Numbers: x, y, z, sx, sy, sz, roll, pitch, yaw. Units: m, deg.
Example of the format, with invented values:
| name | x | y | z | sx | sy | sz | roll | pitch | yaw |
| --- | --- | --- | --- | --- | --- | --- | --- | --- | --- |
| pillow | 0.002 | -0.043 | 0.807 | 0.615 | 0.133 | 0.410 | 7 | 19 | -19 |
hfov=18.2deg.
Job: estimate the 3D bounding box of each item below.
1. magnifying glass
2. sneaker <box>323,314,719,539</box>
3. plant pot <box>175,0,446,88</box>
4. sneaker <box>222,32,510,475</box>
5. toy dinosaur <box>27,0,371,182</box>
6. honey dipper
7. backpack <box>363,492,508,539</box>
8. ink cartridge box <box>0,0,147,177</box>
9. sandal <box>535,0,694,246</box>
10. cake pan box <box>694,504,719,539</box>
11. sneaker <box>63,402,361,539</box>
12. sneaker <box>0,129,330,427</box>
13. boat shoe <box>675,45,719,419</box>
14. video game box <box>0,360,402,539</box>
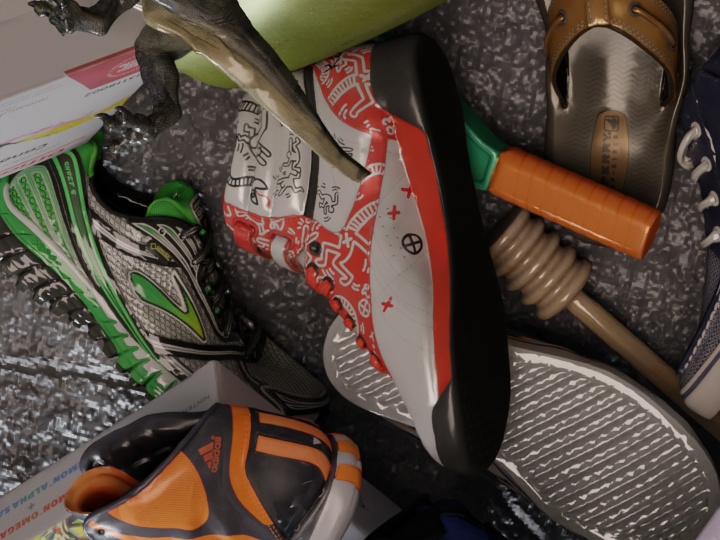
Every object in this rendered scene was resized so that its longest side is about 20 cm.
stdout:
| name | x | y | z | sx | sy | sz | roll | pitch | yaw |
| --- | --- | --- | --- | --- | --- | --- | --- | --- | --- |
| magnifying glass | 0.046 | -0.055 | 1.052 | 0.200 | 0.022 | 0.080 | 24 | 115 | 16 |
| sneaker | 0.082 | 0.068 | 1.075 | 0.200 | 0.079 | 0.078 | 28 | 93 | 11 |
| plant pot | -0.017 | -0.173 | 0.977 | 0.187 | 0.187 | 0.200 | 45 | 125 | -6 |
| sneaker | 0.000 | -0.001 | 1.028 | 0.108 | 0.067 | 0.202 | -12 | 85 | 26 |
| toy dinosaur | -0.080 | -0.100 | 0.906 | 0.200 | 0.088 | 0.047 | 54 | 150 | -4 |
| honey dipper | 0.141 | 0.046 | 1.084 | 0.200 | 0.038 | 0.038 | 41 | 111 | -6 |
| backpack | 0.043 | 0.191 | 0.965 | 0.168 | 0.200 | 0.163 | 32 | 86 | 3 |
| ink cartridge box | -0.166 | -0.084 | 1.002 | 0.068 | 0.116 | 0.200 | 65 | 153 | 3 |
| sandal | 0.110 | -0.101 | 1.029 | 0.082 | 0.055 | 0.200 | 5 | 111 | 11 |
| cake pan box | 0.202 | 0.092 | 0.989 | 0.052 | 0.184 | 0.200 | 36 | 101 | 13 |
| sneaker | -0.092 | 0.134 | 1.021 | 0.112 | 0.078 | 0.200 | 21 | 114 | -22 |
| sneaker | -0.091 | 0.011 | 1.097 | 0.200 | 0.078 | 0.085 | 40 | 102 | -8 |
| boat shoe | 0.177 | -0.036 | 1.036 | 0.093 | 0.075 | 0.200 | 31 | 104 | 7 |
| video game box | -0.078 | 0.151 | 1.112 | 0.182 | 0.047 | 0.200 | -34 | 130 | 18 |
